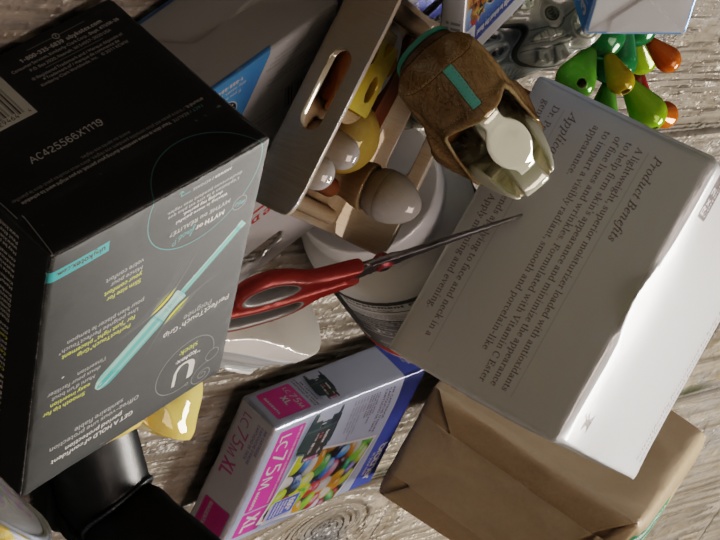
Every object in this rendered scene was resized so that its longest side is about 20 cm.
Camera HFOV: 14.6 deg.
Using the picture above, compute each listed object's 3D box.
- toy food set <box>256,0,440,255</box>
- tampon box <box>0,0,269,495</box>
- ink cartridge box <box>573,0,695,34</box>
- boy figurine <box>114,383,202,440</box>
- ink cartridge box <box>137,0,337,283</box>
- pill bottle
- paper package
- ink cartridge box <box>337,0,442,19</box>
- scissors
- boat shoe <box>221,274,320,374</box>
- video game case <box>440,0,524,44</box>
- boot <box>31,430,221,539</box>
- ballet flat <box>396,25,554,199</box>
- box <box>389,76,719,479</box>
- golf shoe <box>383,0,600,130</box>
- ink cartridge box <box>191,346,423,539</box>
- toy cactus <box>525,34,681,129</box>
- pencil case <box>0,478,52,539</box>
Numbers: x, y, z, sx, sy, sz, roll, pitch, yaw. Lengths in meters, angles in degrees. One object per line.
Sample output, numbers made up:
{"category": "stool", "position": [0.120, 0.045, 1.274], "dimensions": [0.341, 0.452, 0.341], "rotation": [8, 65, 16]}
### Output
{"category": "toy food set", "position": [0.012, -0.085, 1.599], "dimensions": [0.144, 0.060, 0.200], "rotation": [-64, 165, 1]}
{"category": "tampon box", "position": [-0.156, -0.011, 1.493], "dimensions": [0.150, 0.126, 0.200], "rotation": [-32, 152, -33]}
{"category": "ink cartridge box", "position": [0.153, -0.250, 1.666], "dimensions": [0.068, 0.200, 0.115], "rotation": [-1, 139, -13]}
{"category": "boy figurine", "position": [-0.179, 0.085, 1.621], "dimensions": [0.200, 0.124, 0.064], "rotation": [-12, 102, -42]}
{"category": "ink cartridge box", "position": [-0.078, -0.077, 1.602], "dimensions": [0.116, 0.068, 0.200], "rotation": [-37, 154, -27]}
{"category": "pill bottle", "position": [0.026, -0.022, 1.814], "dimensions": [0.116, 0.116, 0.200], "rotation": [-47, 156, -5]}
{"category": "paper package", "position": [0.140, 0.142, 2.113], "dimensions": [0.104, 0.191, 0.200], "rotation": [-62, 169, 25]}
{"category": "ink cartridge box", "position": [0.022, -0.207, 1.618], "dimensions": [0.119, 0.042, 0.200], "rotation": [-41, 154, -18]}
{"category": "scissors", "position": [0.000, 0.000, 1.681], "dimensions": [0.200, 0.014, 0.073], "rotation": [-16, 161, -26]}
{"category": "boat shoe", "position": [-0.106, 0.025, 1.721], "dimensions": [0.068, 0.072, 0.200], "rotation": [-26, 160, 28]}
{"category": "video game case", "position": [0.084, -0.234, 1.595], "dimensions": [0.143, 0.018, 0.200], "rotation": [-49, 148, -53]}
{"category": "boot", "position": [-0.134, 0.151, 1.737], "dimensions": [0.073, 0.162, 0.198], "rotation": [-38, 155, -27]}
{"category": "ballet flat", "position": [0.074, -0.080, 1.589], "dimensions": [0.068, 0.072, 0.200], "rotation": [-42, 161, 0]}
{"category": "box", "position": [0.145, 0.009, 1.779], "dimensions": [0.199, 0.131, 0.200], "rotation": [-61, 158, -1]}
{"category": "golf shoe", "position": [0.053, -0.129, 1.754], "dimensions": [0.200, 0.078, 0.097], "rotation": [-18, 177, -23]}
{"category": "ink cartridge box", "position": [-0.027, 0.119, 2.016], "dimensions": [0.200, 0.042, 0.119], "rotation": [-22, 146, -49]}
{"category": "toy cactus", "position": [0.167, -0.166, 1.891], "dimensions": [0.200, 0.102, 0.165], "rotation": [-11, 114, -59]}
{"category": "pencil case", "position": [-0.271, 0.207, 1.681], "dimensions": [0.200, 0.083, 0.091], "rotation": [-52, 170, 10]}
